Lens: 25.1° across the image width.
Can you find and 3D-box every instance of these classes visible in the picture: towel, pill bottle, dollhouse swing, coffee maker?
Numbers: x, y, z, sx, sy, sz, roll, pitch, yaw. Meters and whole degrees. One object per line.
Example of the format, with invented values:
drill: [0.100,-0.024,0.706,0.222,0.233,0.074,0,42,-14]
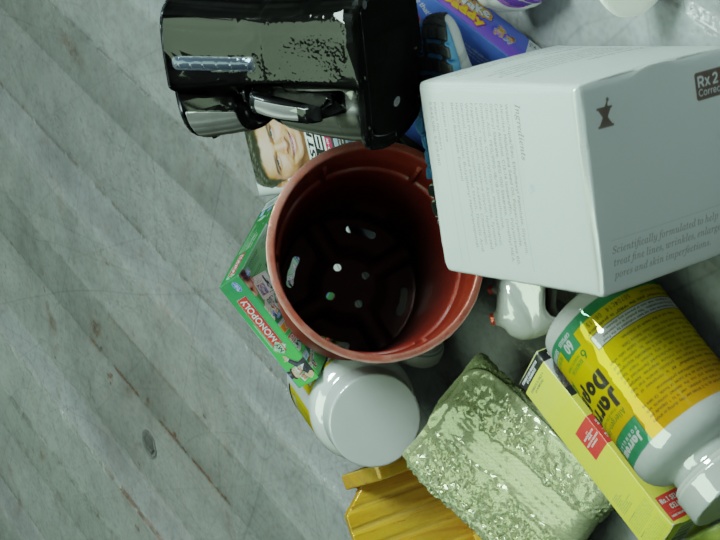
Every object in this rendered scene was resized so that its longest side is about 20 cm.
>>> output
towel: [0.143,0.192,1.535,0.200,0.036,0.149,40,110,21]
pill bottle: [-0.007,0.131,1.684,0.200,0.113,0.116,-140,39,-74]
dollhouse swing: [0.102,0.270,1.605,0.176,0.180,0.202,146,106,-76]
coffee maker: [-0.057,-0.204,1.375,0.198,0.134,0.195,7,92,28]
pill bottle: [0.251,0.105,1.340,0.201,0.112,0.113,55,143,25]

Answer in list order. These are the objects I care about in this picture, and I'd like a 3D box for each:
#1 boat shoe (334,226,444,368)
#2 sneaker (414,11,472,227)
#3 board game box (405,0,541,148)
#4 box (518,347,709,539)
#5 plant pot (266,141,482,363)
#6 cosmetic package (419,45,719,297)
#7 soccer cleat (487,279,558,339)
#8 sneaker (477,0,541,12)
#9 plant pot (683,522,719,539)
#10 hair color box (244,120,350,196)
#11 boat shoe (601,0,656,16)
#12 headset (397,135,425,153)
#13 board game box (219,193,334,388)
boat shoe: [0.029,0.011,1.684,0.201,0.071,0.069,61,147,35]
sneaker: [0.095,-0.130,1.418,0.075,0.086,0.202,12,118,55]
board game box: [0.044,-0.201,1.445,0.199,0.045,0.134,36,129,-12]
box: [0.229,0.150,1.430,0.201,0.075,0.050,55,143,28]
plant pot: [0.000,0.000,1.533,0.195,0.199,0.203,130,119,-76]
cosmetic package: [0.178,-0.088,1.313,0.199,0.164,0.167,12,115,55]
soccer cleat: [0.149,-0.039,1.484,0.077,0.069,0.202,-9,88,25]
sneaker: [0.129,-0.325,1.385,0.083,0.080,0.202,-3,110,40]
plant pot: [0.318,0.316,1.290,0.185,0.200,0.200,60,147,-2]
hair color box: [-0.047,-0.139,1.729,0.199,0.060,0.100,-3,102,58]
boat shoe: [0.207,-0.302,1.259,0.069,0.071,0.202,-109,10,-61]
headset: [0.059,-0.118,1.588,0.201,0.094,0.124,52,149,4]
board game box: [-0.072,0.016,1.688,0.029,0.200,0.135,-30,107,24]
